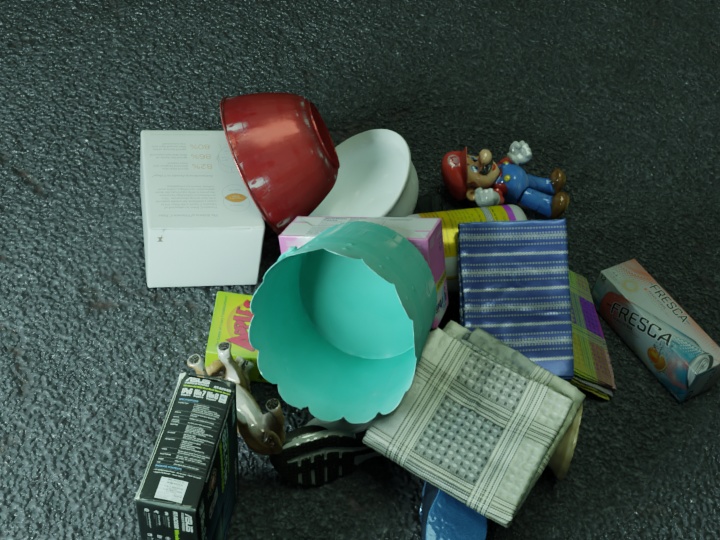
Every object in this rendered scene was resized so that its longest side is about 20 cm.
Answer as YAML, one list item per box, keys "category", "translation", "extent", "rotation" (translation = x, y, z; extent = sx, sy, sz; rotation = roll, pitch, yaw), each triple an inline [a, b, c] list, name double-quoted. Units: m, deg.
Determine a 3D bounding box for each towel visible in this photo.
- category: "towel"
  translation: [0.190, 0.039, 1.284]
  extent: [0.143, 0.024, 0.203]
  rotation: [-2, 87, -9]
- category: "towel"
  translation: [0.131, 0.161, 1.183]
  extent: [0.191, 0.035, 0.200]
  rotation: [28, 58, 17]
- category: "towel"
  translation: [0.268, 0.068, 1.391]
  extent: [0.143, 0.023, 0.202]
  rotation: [24, 42, -29]

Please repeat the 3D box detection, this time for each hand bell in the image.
- category: "hand bell"
  translation: [0.156, 0.172, 1.253]
  extent: [0.197, 0.105, 0.105]
  rotation: [15, 45, 5]

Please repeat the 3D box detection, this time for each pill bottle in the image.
- category: "pill bottle"
  translation: [0.112, -0.024, 1.341]
  extent: [0.197, 0.105, 0.105]
  rotation: [-6, 47, -8]

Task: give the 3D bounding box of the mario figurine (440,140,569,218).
- category: "mario figurine"
  translation: [0.216, -0.142, 1.559]
  extent: [0.197, 0.107, 0.123]
  rotation: [11, 10, -12]

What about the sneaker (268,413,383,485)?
- category: "sneaker"
  translation: [-0.021, 0.189, 1.229]
  extent: [0.198, 0.074, 0.080]
  rotation: [-11, 38, -29]

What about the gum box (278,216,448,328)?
- category: "gum box"
  translation: [0.000, 0.000, 1.262]
  extent: [0.197, 0.115, 0.066]
  rotation: [2, 25, 20]

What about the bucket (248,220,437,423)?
- category: "bucket"
  translation: [-0.014, 0.050, 1.170]
  extent: [0.205, 0.209, 0.135]
  rotation: [22, 26, 10]

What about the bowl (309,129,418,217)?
- category: "bowl"
  translation: [0.008, -0.088, 1.449]
  extent: [0.200, 0.090, 0.203]
  rotation: [-26, 42, 26]

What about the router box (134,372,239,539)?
- category: "router box"
  translation: [-0.169, 0.226, 1.057]
  extent: [0.061, 0.201, 0.151]
  rotation: [9, 46, 3]

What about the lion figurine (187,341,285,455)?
- category: "lion figurine"
  translation: [-0.130, 0.156, 1.174]
  extent: [0.072, 0.123, 0.200]
  rotation: [-27, 44, -10]

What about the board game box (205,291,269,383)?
- category: "board game box"
  translation: [-0.089, 0.091, 1.313]
  extent: [0.197, 0.048, 0.102]
  rotation: [8, 46, -5]

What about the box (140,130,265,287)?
- category: "box"
  translation: [-0.218, -0.086, 1.414]
  extent: [0.150, 0.107, 0.201]
  rotation: [-1, 46, -14]

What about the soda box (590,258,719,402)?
- category: "soda box"
  translation: [0.400, 0.078, 1.421]
  extent: [0.068, 0.064, 0.201]
  rotation: [-18, 52, -27]

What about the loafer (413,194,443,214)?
- category: "loafer"
  translation: [0.081, -0.022, 1.453]
  extent: [0.069, 0.068, 0.202]
  rotation: [-6, 49, 11]

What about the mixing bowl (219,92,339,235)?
- category: "mixing bowl"
  translation: [-0.094, -0.157, 1.397]
  extent: [0.107, 0.201, 0.202]
  rotation: [-22, 47, 9]

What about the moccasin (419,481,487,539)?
- category: "moccasin"
  translation: [0.104, 0.269, 1.173]
  extent: [0.080, 0.069, 0.201]
  rotation: [19, 46, -4]
